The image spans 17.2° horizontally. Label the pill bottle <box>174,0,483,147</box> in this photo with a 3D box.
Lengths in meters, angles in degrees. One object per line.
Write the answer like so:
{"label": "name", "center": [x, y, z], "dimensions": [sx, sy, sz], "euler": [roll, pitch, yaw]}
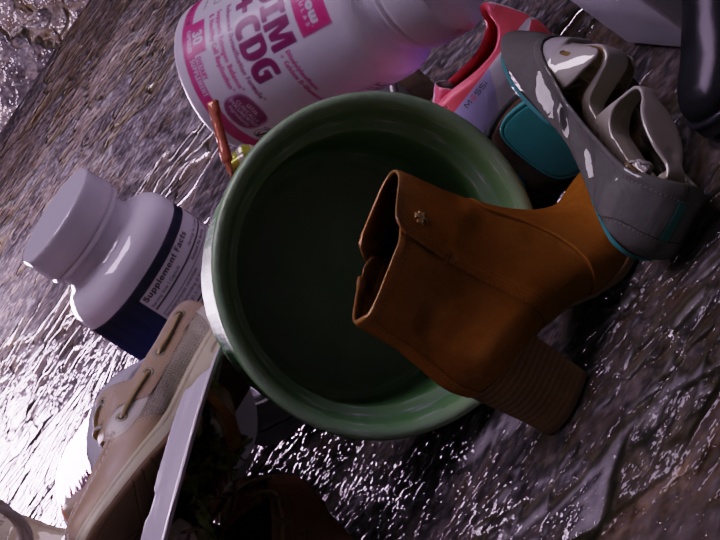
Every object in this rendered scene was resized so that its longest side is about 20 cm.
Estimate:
{"label": "pill bottle", "center": [-0.021, -0.169, 1.630], "dimensions": [0.199, 0.113, 0.114], "euler": [-24, 33, 34]}

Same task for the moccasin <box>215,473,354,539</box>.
{"label": "moccasin", "center": [-0.060, 0.167, 1.450], "dimensions": [0.201, 0.077, 0.074], "euler": [-138, 60, -70]}

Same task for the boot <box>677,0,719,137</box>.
{"label": "boot", "center": [0.149, -0.190, 1.320], "dimensions": [0.066, 0.199, 0.166], "euler": [-28, 33, 56]}

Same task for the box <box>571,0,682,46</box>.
{"label": "box", "center": [0.204, -0.245, 1.444], "dimensions": [0.201, 0.097, 0.124], "euler": [-57, 18, -3]}

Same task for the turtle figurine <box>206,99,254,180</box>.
{"label": "turtle figurine", "center": [-0.030, -0.035, 1.619], "dimensions": [0.064, 0.200, 0.161], "euler": [-41, -5, -6]}

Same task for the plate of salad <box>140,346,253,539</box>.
{"label": "plate of salad", "center": [-0.098, 0.144, 1.385], "dimensions": [0.200, 0.048, 0.202], "euler": [-165, 90, -89]}

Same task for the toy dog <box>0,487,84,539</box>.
{"label": "toy dog", "center": [-0.194, 0.205, 1.484], "dimensions": [0.096, 0.199, 0.133], "euler": [-26, 77, 38]}

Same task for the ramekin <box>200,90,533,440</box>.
{"label": "ramekin", "center": [0.000, 0.000, 1.410], "dimensions": [0.201, 0.199, 0.098], "euler": [-60, 11, -11]}

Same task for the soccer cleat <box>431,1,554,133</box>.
{"label": "soccer cleat", "center": [0.062, -0.082, 1.573], "dimensions": [0.201, 0.073, 0.068], "euler": [-57, 19, 1]}

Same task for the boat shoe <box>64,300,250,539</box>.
{"label": "boat shoe", "center": [-0.133, 0.100, 1.484], "dimensions": [0.201, 0.065, 0.072], "euler": [-58, -27, -30]}

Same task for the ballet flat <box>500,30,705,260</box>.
{"label": "ballet flat", "center": [0.138, -0.088, 1.323], "dimensions": [0.064, 0.067, 0.201], "euler": [-61, 36, 32]}

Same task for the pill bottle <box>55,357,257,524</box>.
{"label": "pill bottle", "center": [-0.138, 0.126, 1.621], "dimensions": [0.115, 0.114, 0.200], "euler": [-64, 6, -24]}

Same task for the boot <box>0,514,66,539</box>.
{"label": "boot", "center": [-0.192, 0.258, 1.634], "dimensions": [0.154, 0.201, 0.073], "euler": [3, 23, 25]}

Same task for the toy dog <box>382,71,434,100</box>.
{"label": "toy dog", "center": [0.006, -0.113, 1.716], "dimensions": [0.132, 0.096, 0.200], "euler": [-60, 18, -10]}

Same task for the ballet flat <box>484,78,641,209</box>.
{"label": "ballet flat", "center": [0.105, -0.077, 1.473], "dimensions": [0.200, 0.068, 0.069], "euler": [-42, 14, 39]}

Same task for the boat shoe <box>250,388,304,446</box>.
{"label": "boat shoe", "center": [-0.061, 0.066, 1.624], "dimensions": [0.075, 0.086, 0.202], "euler": [-62, 19, -20]}

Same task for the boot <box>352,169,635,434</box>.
{"label": "boot", "center": [0.076, -0.020, 1.316], "dimensions": [0.071, 0.144, 0.202], "euler": [-34, 28, 49]}

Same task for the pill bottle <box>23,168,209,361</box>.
{"label": "pill bottle", "center": [-0.143, 0.013, 1.746], "dimensions": [0.111, 0.199, 0.111], "euler": [-49, 19, 23]}
